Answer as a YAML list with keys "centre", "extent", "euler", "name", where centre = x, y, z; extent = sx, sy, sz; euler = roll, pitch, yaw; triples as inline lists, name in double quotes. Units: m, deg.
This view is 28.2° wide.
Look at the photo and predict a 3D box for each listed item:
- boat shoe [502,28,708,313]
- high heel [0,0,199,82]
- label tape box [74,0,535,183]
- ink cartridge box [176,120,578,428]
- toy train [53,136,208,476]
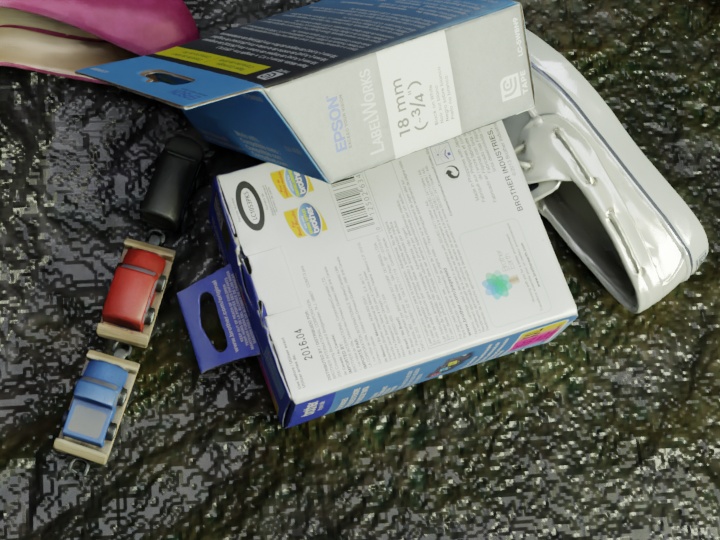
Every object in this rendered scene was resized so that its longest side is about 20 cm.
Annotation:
- centre: [0.115, -0.061, 0.841]
  extent: [0.066, 0.072, 0.200]
  euler: [-40, 91, -21]
  name: "boat shoe"
- centre: [-0.191, -0.122, 0.809]
  extent: [0.199, 0.067, 0.096]
  euler: [-16, 69, -24]
  name: "high heel"
- centre: [-0.030, -0.097, 0.768]
  extent: [0.199, 0.144, 0.064]
  euler: [-22, 114, -26]
  name: "label tape box"
- centre: [0.000, 0.000, 0.799]
  extent: [0.199, 0.076, 0.137]
  euler: [-16, 75, -14]
  name: "ink cartridge box"
- centre: [-0.125, 0.016, 0.793]
  extent: [0.034, 0.046, 0.201]
  euler: [17, 72, -3]
  name: "toy train"
